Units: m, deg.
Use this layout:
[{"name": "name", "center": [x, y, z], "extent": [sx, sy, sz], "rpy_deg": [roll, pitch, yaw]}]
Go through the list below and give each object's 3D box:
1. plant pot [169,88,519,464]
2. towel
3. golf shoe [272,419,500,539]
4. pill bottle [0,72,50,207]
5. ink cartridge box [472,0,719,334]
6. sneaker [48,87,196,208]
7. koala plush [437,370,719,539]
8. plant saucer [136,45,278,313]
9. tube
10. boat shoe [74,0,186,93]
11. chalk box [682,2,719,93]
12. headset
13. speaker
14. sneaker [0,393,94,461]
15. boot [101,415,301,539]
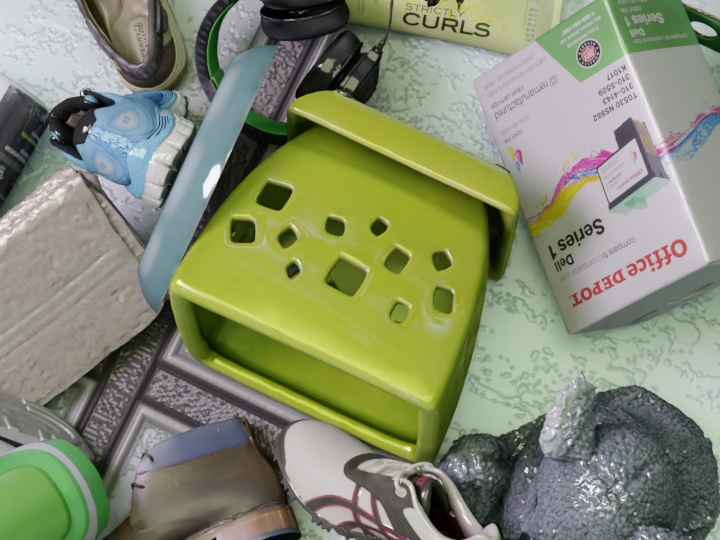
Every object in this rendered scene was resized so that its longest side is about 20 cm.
[{"name": "plant pot", "center": [0.000, 0.000, 1.522], "extent": [0.198, 0.200, 0.182], "rpy_deg": [25, 76, 7]}, {"name": "towel", "center": [-0.239, 0.028, 1.568], "extent": [0.200, 0.034, 0.133], "rpy_deg": [-37, 121, -3]}, {"name": "golf shoe", "center": [0.024, 0.154, 1.524], "extent": [0.200, 0.088, 0.077], "rpy_deg": [39, 43, 25]}, {"name": "pill bottle", "center": [-0.313, -0.053, 1.587], "extent": [0.106, 0.106, 0.201], "rpy_deg": [28, 82, 7]}, {"name": "ink cartridge box", "center": [0.183, -0.073, 1.542], "extent": [0.084, 0.145, 0.201], "rpy_deg": [-10, 76, -43]}, {"name": "sneaker", "center": [-0.171, -0.102, 1.544], "extent": [0.090, 0.200, 0.079], "rpy_deg": [25, 92, -14]}, {"name": "koala plush", "center": [0.162, 0.149, 1.481], "extent": [0.183, 0.200, 0.178], "rpy_deg": [-31, 80, -3]}, {"name": "plant saucer", "center": [-0.109, -0.067, 1.516], "extent": [0.027, 0.200, 0.201], "rpy_deg": [24, 82, -5]}, {"name": "tube", "center": [0.050, -0.202, 1.626], "extent": [0.199, 0.058, 0.052], "rpy_deg": [9, 47, 1]}, {"name": "boat shoe", "center": [-0.184, -0.226, 1.632], "extent": [0.073, 0.065, 0.201], "rpy_deg": [-27, 79, -1]}, {"name": "chalk box", "center": [0.317, -0.151, 1.567], "extent": [0.199, 0.125, 0.125], "rpy_deg": [9, 80, 5]}, {"name": "headset", "center": [-0.022, -0.169, 1.592], "extent": [0.199, 0.094, 0.124], "rpy_deg": [-20, 107, 28]}, {"name": "speaker", "center": [-0.261, 0.183, 1.446], "extent": [0.200, 0.088, 0.089], "rpy_deg": [-29, 77, -41]}, {"name": "sneaker", "center": [-0.281, 0.118, 1.530], "extent": [0.200, 0.076, 0.081], "rpy_deg": [29, 104, -30]}, {"name": "boot", "center": [-0.150, 0.173, 1.564], "extent": [0.199, 0.075, 0.097], "rpy_deg": [-15, 70, -10]}]
